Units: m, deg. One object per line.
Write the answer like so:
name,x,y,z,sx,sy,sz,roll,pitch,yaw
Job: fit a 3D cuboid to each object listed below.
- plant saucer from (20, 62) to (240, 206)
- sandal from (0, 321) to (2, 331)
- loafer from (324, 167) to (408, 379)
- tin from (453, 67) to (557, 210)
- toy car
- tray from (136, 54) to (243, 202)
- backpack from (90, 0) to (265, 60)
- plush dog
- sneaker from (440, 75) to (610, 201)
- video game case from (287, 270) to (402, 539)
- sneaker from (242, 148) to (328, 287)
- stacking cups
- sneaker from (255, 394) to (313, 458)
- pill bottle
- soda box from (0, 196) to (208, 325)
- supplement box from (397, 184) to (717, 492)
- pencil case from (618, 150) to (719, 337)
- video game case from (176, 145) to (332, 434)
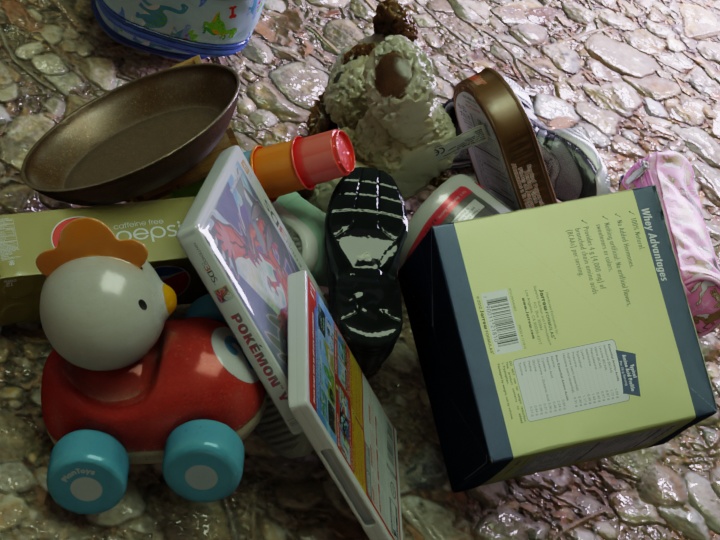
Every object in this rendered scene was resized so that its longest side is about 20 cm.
plant saucer,-0.186,-0.107,1.643,0.199,0.037,0.201,-19,28,10
sandal,-0.340,0.048,1.537,0.082,0.050,0.203,33,39,7
loafer,0.000,0.000,1.672,0.072,0.073,0.201,8,50,-4
tin,0.139,-0.092,1.846,0.042,0.201,0.112,-24,23,-8
toy car,-0.169,0.045,1.483,0.175,0.201,0.185,-6,38,6
tray,-0.167,-0.125,1.740,0.098,0.037,0.200,-24,28,-2
backpack,-0.177,-0.291,1.917,0.181,0.148,0.201,12,38,-17
plush dog,0.023,-0.152,1.854,0.159,0.200,0.173,17,38,-35
sneaker,0.151,-0.116,1.960,0.113,0.076,0.200,-17,49,-38
video game case,-0.011,0.117,1.549,0.017,0.201,0.144,-17,41,13
sneaker,-0.065,-0.040,1.776,0.118,0.074,0.200,16,22,-44
stacking cups,-0.102,-0.080,1.696,0.060,0.198,0.061,43,39,-48
sneaker,-0.064,0.068,1.643,0.081,0.074,0.201,-8,50,-29
pill bottle,0.135,0.013,1.778,0.200,0.111,0.110,39,41,16
soda box,-0.201,-0.009,1.596,0.198,0.068,0.064,-6,55,-16
supplement box,0.159,0.057,1.633,0.198,0.134,0.202,-10,77,-14
pencil case,0.307,-0.026,1.935,0.086,0.083,0.201,11,42,-18
video game case,-0.076,0.010,1.562,0.183,0.023,0.200,60,16,-16
